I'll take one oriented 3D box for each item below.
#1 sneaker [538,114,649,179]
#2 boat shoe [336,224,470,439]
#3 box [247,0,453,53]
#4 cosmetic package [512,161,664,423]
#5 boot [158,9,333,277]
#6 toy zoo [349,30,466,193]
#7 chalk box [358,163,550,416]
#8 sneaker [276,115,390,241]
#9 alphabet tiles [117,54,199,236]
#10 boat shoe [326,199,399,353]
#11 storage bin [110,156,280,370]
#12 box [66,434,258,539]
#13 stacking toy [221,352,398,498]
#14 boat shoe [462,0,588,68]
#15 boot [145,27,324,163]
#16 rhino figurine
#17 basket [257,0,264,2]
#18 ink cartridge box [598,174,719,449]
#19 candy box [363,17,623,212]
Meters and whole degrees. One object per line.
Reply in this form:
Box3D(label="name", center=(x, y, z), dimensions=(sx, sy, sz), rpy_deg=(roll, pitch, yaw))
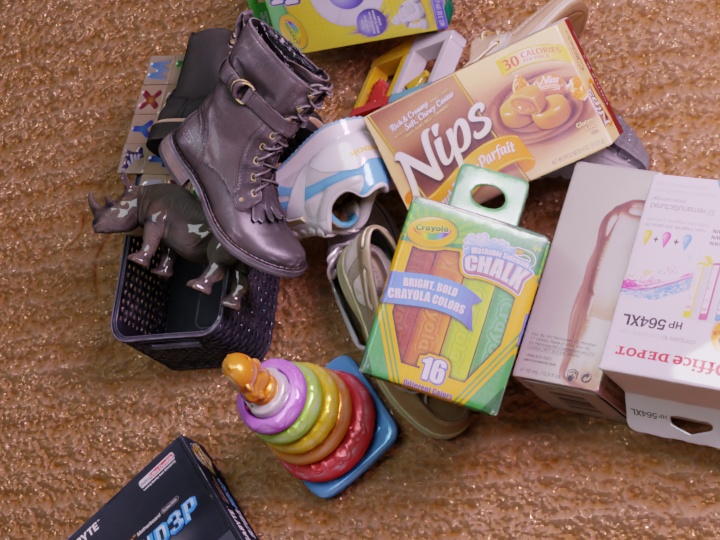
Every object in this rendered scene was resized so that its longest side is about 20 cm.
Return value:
Box3D(label="sneaker", center=(0.169, -0.119, 1.615), dimensions=(0.199, 0.075, 0.087), rpy_deg=(22, 120, 15))
Box3D(label="boat shoe", center=(0.044, 0.056, 1.583), dimensions=(0.073, 0.063, 0.201), rpy_deg=(-19, 79, -24))
Box3D(label="box", center=(-0.020, -0.277, 1.697), dimensions=(0.199, 0.118, 0.048), rpy_deg=(-7, 32, 18))
Box3D(label="cosmetic package", center=(0.213, 0.020, 1.516), dimensions=(0.087, 0.103, 0.201), rpy_deg=(9, 76, 33))
Box3D(label="boot", center=(-0.082, -0.111, 1.580), dimensions=(0.200, 0.069, 0.174), rpy_deg=(48, 120, 6))
Box3D(label="toy zoo", center=(0.034, -0.159, 1.704), dimensions=(0.131, 0.020, 0.201), rpy_deg=(-14, 48, 52))
Box3D(label="chalk box", center=(0.088, 0.010, 1.496), dimensions=(0.124, 0.124, 0.201), rpy_deg=(16, 89, 5))
Box3D(label="sneaker", center=(-0.043, -0.061, 1.648), dimensions=(0.200, 0.076, 0.081), rpy_deg=(-45, 63, 49))
Box3D(label="alphabet tiles", center=(-0.171, -0.126, 1.758), dimensions=(0.167, 0.008, 0.201), rpy_deg=(3, 71, 32))
Box3D(label="boat shoe", center=(0.000, 0.000, 1.673), dimensions=(0.071, 0.070, 0.201), rpy_deg=(-24, 59, 21))
Box3D(label="storage bin", center=(-0.158, -0.011, 1.761), dimensions=(0.135, 0.094, 0.201), rpy_deg=(-5, 67, 29))
Box3D(label="box", center=(-0.198, 0.282, 1.683), dimensions=(0.200, 0.046, 0.159), rpy_deg=(-42, 54, 9))
Box3D(label="stacking toy", center=(-0.067, 0.119, 1.580), dimensions=(0.110, 0.200, 0.116), rpy_deg=(-41, 55, 9))
Box3D(label="boat shoe", center=(0.130, -0.196, 1.678), dimensions=(0.200, 0.074, 0.069), rpy_deg=(-46, 59, 7))
Box3D(label="boot", center=(-0.111, -0.180, 1.699), dimensions=(0.199, 0.077, 0.139), rpy_deg=(2, 65, 31))
Box3D(label="rhino figurine", center=(-0.182, -0.038, 1.682), dimensions=(0.199, 0.060, 0.088), rpy_deg=(24, 83, 25))
Box3D(label="basket", center=(-0.067, -0.352, 1.822), dimensions=(0.142, 0.149, 0.201), rpy_deg=(-23, 60, 21))
Box3D(label="ink cartridge box", center=(0.292, 0.041, 1.442), dimensions=(0.128, 0.125, 0.201), rpy_deg=(8, 73, 33))
Box3D(label="candy box", center=(0.116, -0.128, 1.555), dimensions=(0.199, 0.055, 0.116), rpy_deg=(-24, 95, 24))
